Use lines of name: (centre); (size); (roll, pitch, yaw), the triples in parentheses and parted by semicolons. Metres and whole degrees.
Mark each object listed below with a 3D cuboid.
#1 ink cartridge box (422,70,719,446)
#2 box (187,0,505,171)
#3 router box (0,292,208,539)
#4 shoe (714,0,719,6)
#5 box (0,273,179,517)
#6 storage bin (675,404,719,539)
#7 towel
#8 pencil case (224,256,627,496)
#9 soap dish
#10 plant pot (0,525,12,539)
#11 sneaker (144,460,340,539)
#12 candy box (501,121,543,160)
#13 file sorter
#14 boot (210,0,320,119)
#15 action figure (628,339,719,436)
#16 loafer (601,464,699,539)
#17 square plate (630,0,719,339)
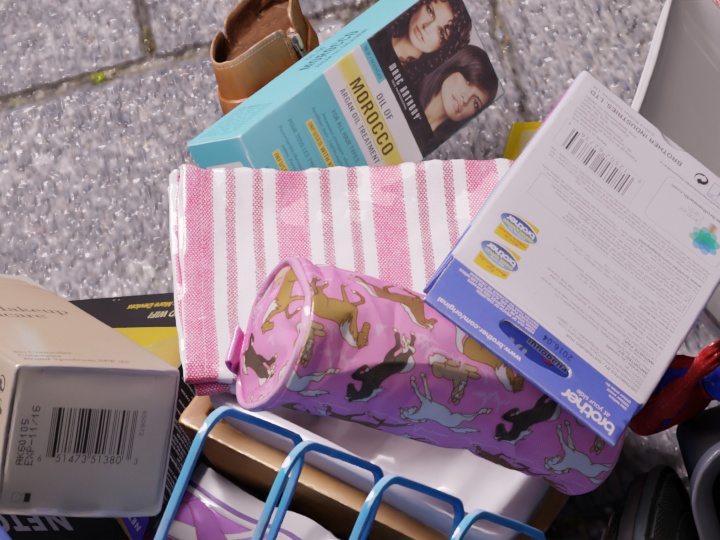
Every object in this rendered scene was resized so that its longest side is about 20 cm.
ink cartridge box: (0.111, -0.001, 1.474); (0.119, 0.042, 0.200); (38, 44, -1)
box: (-0.005, -0.087, 1.728); (0.049, 0.082, 0.200); (-7, 26, 48)
router box: (-0.164, 0.084, 1.662); (0.200, 0.052, 0.157); (-5, 38, 41)
shoe: (0.226, -0.123, 1.807); (0.091, 0.072, 0.200); (-38, 23, 9)
box: (-0.178, 0.060, 1.534); (0.095, 0.078, 0.200); (3, 12, -31)
storage bin: (0.257, 0.112, 1.503); (0.199, 0.146, 0.134); (-18, 14, -3)
towel: (0.000, 0.000, 1.595); (0.199, 0.030, 0.147); (-3, 51, -6)
pencil case: (0.036, 0.052, 1.479); (0.200, 0.087, 0.083); (16, 29, -23)
soap dish: (0.028, 0.080, 1.602); (0.200, 0.081, 0.157); (25, 53, 17)
plant pot: (-0.205, 0.248, 1.435); (0.180, 0.200, 0.200); (33, 59, 33)
sneaker: (-0.071, 0.178, 1.568); (0.114, 0.073, 0.200); (-42, 37, -23)
candy box: (0.118, -0.016, 1.754); (0.102, 0.026, 0.200); (-3, 42, 20)
file sorter: (0.010, 0.159, 1.423); (0.200, 0.139, 0.123); (21, 88, 24)
boot: (-0.056, -0.060, 1.756); (0.073, 0.155, 0.200); (-5, 41, 15)
action figure: (0.189, 0.048, 1.478); (0.065, 0.052, 0.200); (-26, 5, -42)
loafer: (0.132, 0.182, 1.498); (0.063, 0.072, 0.200); (-18, 41, 24)
square plate: (0.206, -0.035, 1.645); (0.028, 0.198, 0.200); (-24, 30, 39)
